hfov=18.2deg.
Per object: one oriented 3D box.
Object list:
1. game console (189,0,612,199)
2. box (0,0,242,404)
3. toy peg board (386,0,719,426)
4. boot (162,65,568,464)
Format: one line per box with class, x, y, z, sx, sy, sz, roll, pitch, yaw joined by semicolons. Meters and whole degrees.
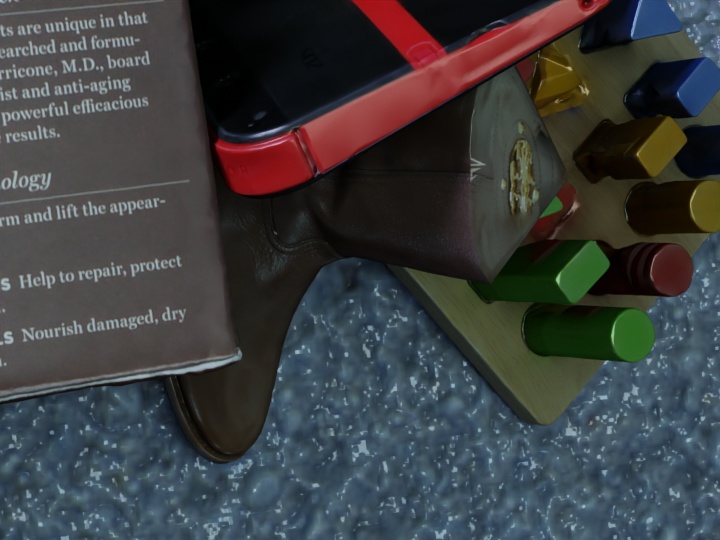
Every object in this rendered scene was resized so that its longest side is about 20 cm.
game console;0.001;-0.108;0.983;0.176;0.200;0.031;-26;119;-5
box;-0.163;-0.043;0.950;0.163;0.166;0.201;-9;89;-22
toy peg board;0.106;-0.061;1.084;0.199;0.098;0.200;-48;110;-18
boot;0.000;0.000;0.987;0.064;0.199;0.187;-6;96;-49
